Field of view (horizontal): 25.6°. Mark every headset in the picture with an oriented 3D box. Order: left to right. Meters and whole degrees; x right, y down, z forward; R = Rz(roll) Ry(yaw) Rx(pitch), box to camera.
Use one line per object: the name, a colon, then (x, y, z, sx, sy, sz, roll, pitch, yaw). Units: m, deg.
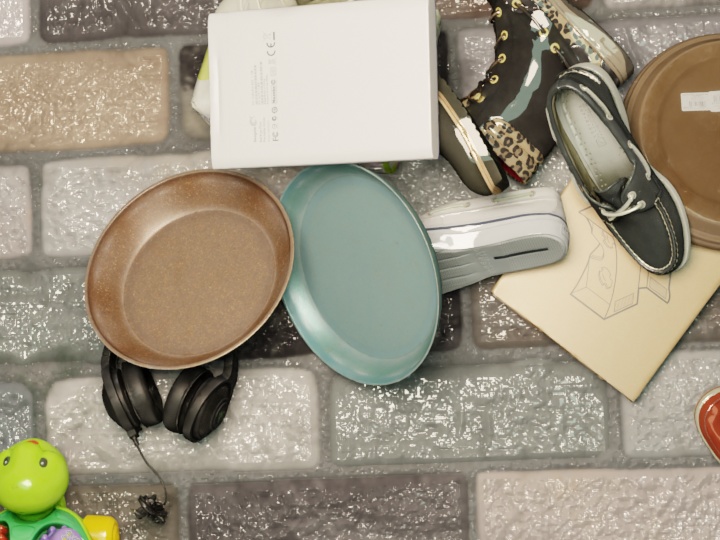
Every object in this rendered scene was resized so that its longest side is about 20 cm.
headset: (-0.174, 0.122, 1.429, 0.122, 0.094, 0.202, 4, 70, 10)

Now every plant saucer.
plant saucer: (-0.148, 0.004, 1.410, 0.198, 0.037, 0.202, -8, 58, 14)
plant saucer: (0.000, 0.000, 1.380, 0.199, 0.027, 0.202, 19, 119, 38)
plant saucer: (0.326, -0.117, 1.396, 0.197, 0.029, 0.203, 0, 77, 1)

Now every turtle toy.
turtle toy: (-0.292, 0.250, 1.401, 0.144, 0.101, 0.203, 1, 85, 5)

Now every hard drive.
hard drive: (-0.032, -0.155, 1.329, 0.198, 0.025, 0.134, -1, 90, 20)

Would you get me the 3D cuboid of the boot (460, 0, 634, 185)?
boot: (0.126, -0.189, 1.418, 0.199, 0.073, 0.151, 40, 89, 2)

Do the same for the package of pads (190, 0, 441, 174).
package of pads: (-0.041, -0.182, 1.433, 0.198, 0.068, 0.156, 17, 85, 7)

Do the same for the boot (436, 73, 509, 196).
boot: (0.023, -0.115, 1.356, 0.138, 0.077, 0.201, -37, 71, 5)

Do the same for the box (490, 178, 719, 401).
box: (0.236, -0.012, 1.414, 0.163, 0.021, 0.201, 37, 90, 7)

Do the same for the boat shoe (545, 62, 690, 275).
boat shoe: (0.216, -0.079, 1.357, 0.075, 0.060, 0.201, -29, 95, 33)

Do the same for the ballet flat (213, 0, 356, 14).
ballet flat: (-0.041, -0.246, 1.374, 0.198, 0.069, 0.070, -18, 83, 1)

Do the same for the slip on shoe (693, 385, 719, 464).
slip on shoe: (0.372, 0.174, 1.365, 0.074, 0.061, 0.200, -45, 81, 2)

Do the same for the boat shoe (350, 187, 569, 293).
boat shoe: (0.089, -0.028, 1.414, 0.197, 0.074, 0.067, -7, 51, 12)
